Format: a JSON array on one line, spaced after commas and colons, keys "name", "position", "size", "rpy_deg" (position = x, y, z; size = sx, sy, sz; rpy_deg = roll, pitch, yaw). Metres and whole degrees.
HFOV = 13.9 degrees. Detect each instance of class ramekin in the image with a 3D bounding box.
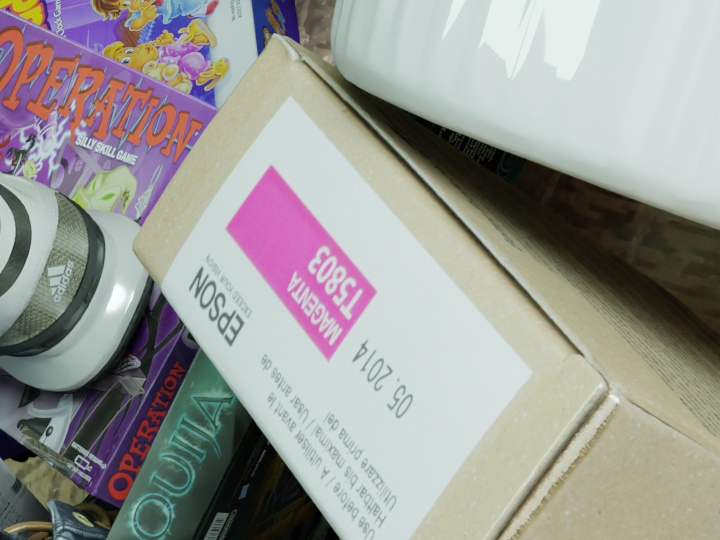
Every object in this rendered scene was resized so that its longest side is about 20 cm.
[{"name": "ramekin", "position": [0.089, -0.065, 0.729], "size": [0.200, 0.200, 0.098], "rpy_deg": [28, 100, 57]}]

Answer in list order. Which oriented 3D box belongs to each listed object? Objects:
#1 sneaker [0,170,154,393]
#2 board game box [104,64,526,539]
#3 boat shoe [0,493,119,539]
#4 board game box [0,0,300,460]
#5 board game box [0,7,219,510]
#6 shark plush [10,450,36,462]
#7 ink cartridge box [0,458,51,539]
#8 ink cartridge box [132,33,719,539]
[{"name": "sneaker", "position": [-0.158, -0.020, 0.903], "size": [0.200, 0.115, 0.076], "rpy_deg": [5, 70, 52]}, {"name": "board game box", "position": [0.000, 0.000, 0.876], "size": [0.028, 0.135, 0.201], "rpy_deg": [28, 93, 17]}, {"name": "boat shoe", "position": [-0.082, 0.096, 0.899], "size": [0.070, 0.091, 0.201], "rpy_deg": [-20, 26, 12]}, {"name": "board game box", "position": [-0.086, -0.045, 1.048], "size": [0.134, 0.045, 0.201], "rpy_deg": [-22, 49, 15]}, {"name": "board game box", "position": [-0.094, -0.008, 0.940], "size": [0.200, 0.032, 0.120], "rpy_deg": [26, 83, 54]}, {"name": "shark plush", "position": [-0.144, -0.002, 1.114], "size": [0.091, 0.083, 0.201], "rpy_deg": [-36, 43, 37]}, {"name": "ink cartridge box", "position": [-0.167, 0.064, 0.917], "size": [0.067, 0.115, 0.200], "rpy_deg": [-57, -12, -11]}, {"name": "ink cartridge box", "position": [0.051, 0.043, 0.734], "size": [0.075, 0.164, 0.200], "rpy_deg": [-53, 34, 9]}]
